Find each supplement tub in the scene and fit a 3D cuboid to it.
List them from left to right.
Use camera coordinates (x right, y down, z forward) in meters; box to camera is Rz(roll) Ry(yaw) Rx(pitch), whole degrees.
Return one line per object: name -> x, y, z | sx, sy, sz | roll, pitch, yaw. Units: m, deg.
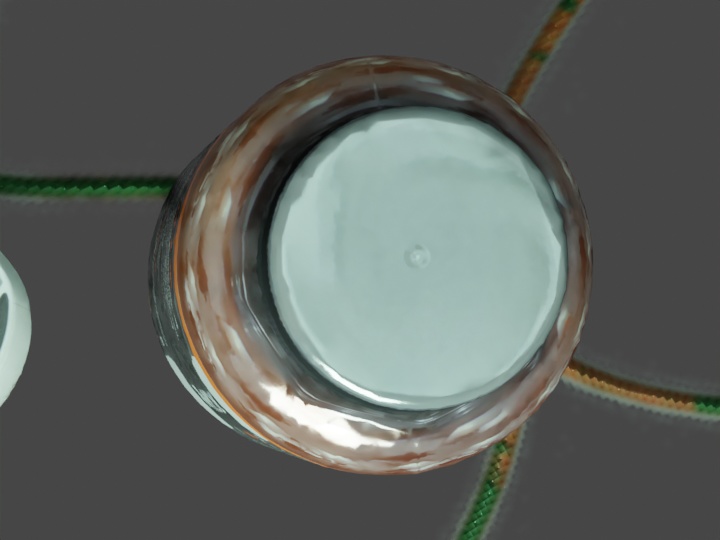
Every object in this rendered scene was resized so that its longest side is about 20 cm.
supplement tub -> 0.000, 0.000, 0.721 | 0.107, 0.200, 0.107 | 0, 88, -7

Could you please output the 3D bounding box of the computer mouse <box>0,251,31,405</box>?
computer mouse -> -0.186, -0.014, 0.777 | 0.200, 0.044, 0.110 | 33, 80, 0
